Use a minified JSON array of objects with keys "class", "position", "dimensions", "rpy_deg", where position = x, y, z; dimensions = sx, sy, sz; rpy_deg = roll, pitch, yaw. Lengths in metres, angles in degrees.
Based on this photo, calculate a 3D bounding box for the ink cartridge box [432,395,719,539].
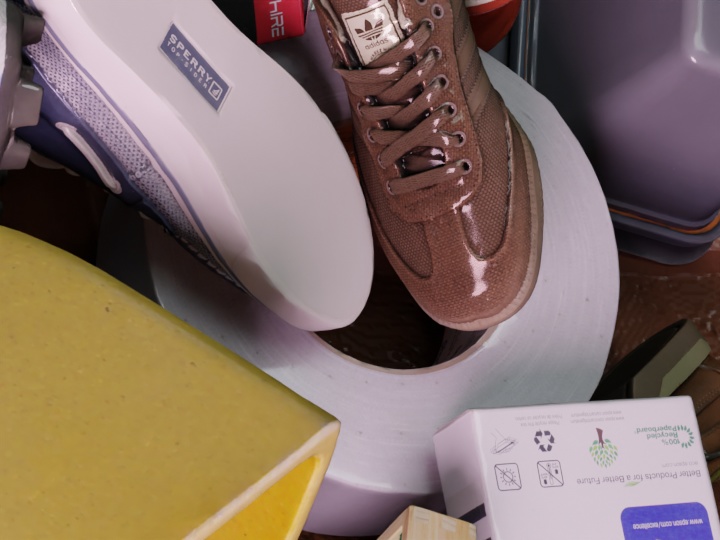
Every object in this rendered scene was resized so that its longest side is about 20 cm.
[{"class":"ink cartridge box","position":[0.093,0.147,1.023],"dimensions":[0.099,0.039,0.200],"rpy_deg":[-1,69,-27]}]

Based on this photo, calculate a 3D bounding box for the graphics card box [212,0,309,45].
[{"class":"graphics card box","position":[-0.131,-0.121,1.091],"dimensions":[0.200,0.051,0.126],"rpy_deg":[-13,41,-12]}]

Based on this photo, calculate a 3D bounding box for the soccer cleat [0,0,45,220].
[{"class":"soccer cleat","position":[-0.165,-0.026,0.984],"dimensions":[0.086,0.200,0.070],"rpy_deg":[8,46,-11]}]

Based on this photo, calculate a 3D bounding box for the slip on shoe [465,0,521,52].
[{"class":"slip on shoe","position":[0.044,-0.119,1.173],"dimensions":[0.074,0.200,0.061],"rpy_deg":[-31,99,-7]}]

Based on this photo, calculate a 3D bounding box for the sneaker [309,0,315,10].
[{"class":"sneaker","position":[-0.076,-0.141,1.186],"dimensions":[0.200,0.073,0.071],"rpy_deg":[40,46,3]}]

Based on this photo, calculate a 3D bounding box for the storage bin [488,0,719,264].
[{"class":"storage bin","position":[0.151,-0.121,1.225],"dimensions":[0.145,0.134,0.200],"rpy_deg":[16,65,-23]}]

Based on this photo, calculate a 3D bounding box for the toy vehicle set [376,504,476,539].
[{"class":"toy vehicle set","position":[-0.002,0.195,0.959],"dimensions":[0.026,0.124,0.200],"rpy_deg":[17,52,-17]}]

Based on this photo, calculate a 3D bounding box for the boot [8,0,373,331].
[{"class":"boot","position":[-0.079,-0.053,1.022],"dimensions":[0.200,0.090,0.073],"rpy_deg":[54,47,-29]}]

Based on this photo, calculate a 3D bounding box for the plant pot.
[{"class":"plant pot","position":[-0.159,0.092,0.912],"dimensions":[0.200,0.196,0.194],"rpy_deg":[40,48,16]}]

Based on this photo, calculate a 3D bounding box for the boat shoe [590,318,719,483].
[{"class":"boat shoe","position":[0.093,0.098,1.111],"dimensions":[0.200,0.072,0.068],"rpy_deg":[-41,94,-33]}]

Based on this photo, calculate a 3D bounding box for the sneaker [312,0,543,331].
[{"class":"sneaker","position":[0.011,-0.075,1.043],"dimensions":[0.076,0.070,0.200],"rpy_deg":[12,62,-63]}]

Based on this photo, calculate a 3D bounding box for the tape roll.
[{"class":"tape roll","position":[0.000,0.000,1.106],"dimensions":[0.200,0.066,0.201],"rpy_deg":[8,69,-21]}]
